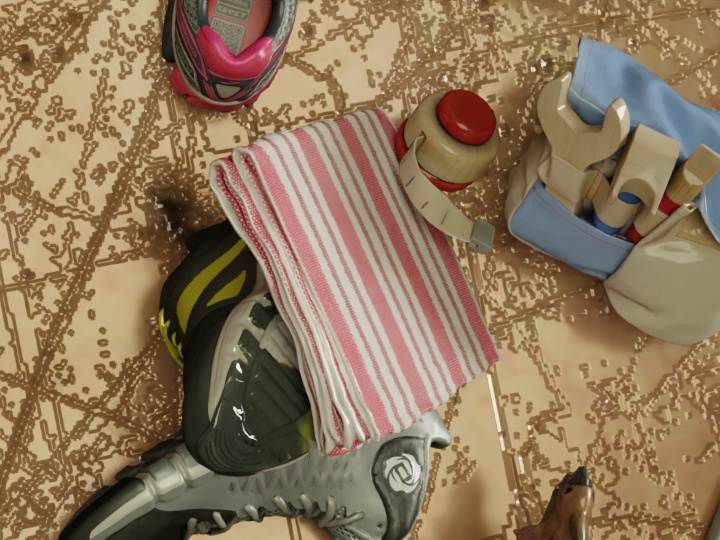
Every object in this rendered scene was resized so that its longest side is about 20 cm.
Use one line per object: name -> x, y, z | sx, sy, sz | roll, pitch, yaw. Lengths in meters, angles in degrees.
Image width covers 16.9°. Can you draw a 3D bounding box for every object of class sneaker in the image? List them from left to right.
sneaker -> -0.056, 0.034, 1.132 | 0.085, 0.200, 0.074 | -21, 115, 24
sneaker -> -0.047, -0.179, 1.192 | 0.081, 0.075, 0.200 | 7, 84, -11
sneaker -> -0.039, 0.115, 1.173 | 0.200, 0.075, 0.116 | -34, 95, -12

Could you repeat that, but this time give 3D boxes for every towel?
towel -> 0.000, 0.000, 1.144 | 0.030, 0.200, 0.146 | -23, 90, 23

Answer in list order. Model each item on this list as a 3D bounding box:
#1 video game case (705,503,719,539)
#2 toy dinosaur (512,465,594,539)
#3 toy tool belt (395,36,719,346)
video game case -> 0.300, 0.104, 1.266 | 0.200, 0.022, 0.182 | 25, 82, -9
toy dinosaur -> 0.100, 0.201, 1.161 | 0.086, 0.136, 0.200 | -25, 91, -12
toy tool belt -> 0.130, -0.060, 1.186 | 0.200, 0.123, 0.125 | 26, 43, -10
